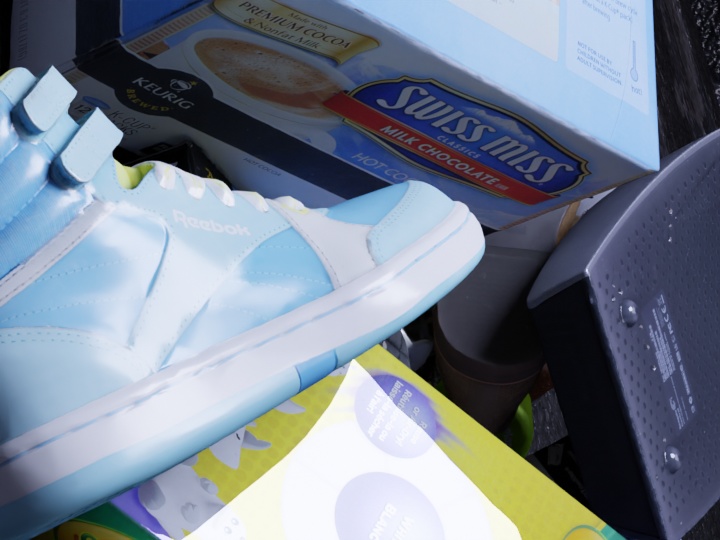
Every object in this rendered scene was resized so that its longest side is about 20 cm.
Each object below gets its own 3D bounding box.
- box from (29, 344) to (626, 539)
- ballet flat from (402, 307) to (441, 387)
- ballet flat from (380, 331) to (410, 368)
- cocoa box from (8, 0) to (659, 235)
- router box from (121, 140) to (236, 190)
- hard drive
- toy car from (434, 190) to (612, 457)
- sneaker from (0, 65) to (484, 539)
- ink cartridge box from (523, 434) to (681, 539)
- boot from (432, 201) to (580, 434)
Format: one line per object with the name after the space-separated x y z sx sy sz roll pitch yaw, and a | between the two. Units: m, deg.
0.007 0.095 0.882 0.200 0.048 0.117 39 47 -9 | box
0.000 0.000 1.194 0.075 0.068 0.200 67 7 29 | ballet flat
-0.027 -0.002 1.101 0.057 0.066 0.200 -80 149 -52 | ballet flat
-0.005 -0.104 0.999 0.200 0.131 0.133 25 57 -42 | cocoa box
-0.037 0.076 0.985 0.149 0.051 0.200 49 27 -58 | router box
0.131 0.025 1.222 0.200 0.042 0.135 -40 116 -59 | hard drive
0.109 -0.018 1.374 0.164 0.200 0.158 -89 157 -54 | toy car
-0.057 -0.017 0.819 0.200 0.080 0.131 -29 88 -43 | sneaker
0.091 0.137 1.206 0.044 0.094 0.200 65 -4 -21 | ink cartridge box
0.063 -0.018 1.255 0.075 0.074 0.200 96 6 -52 | boot
